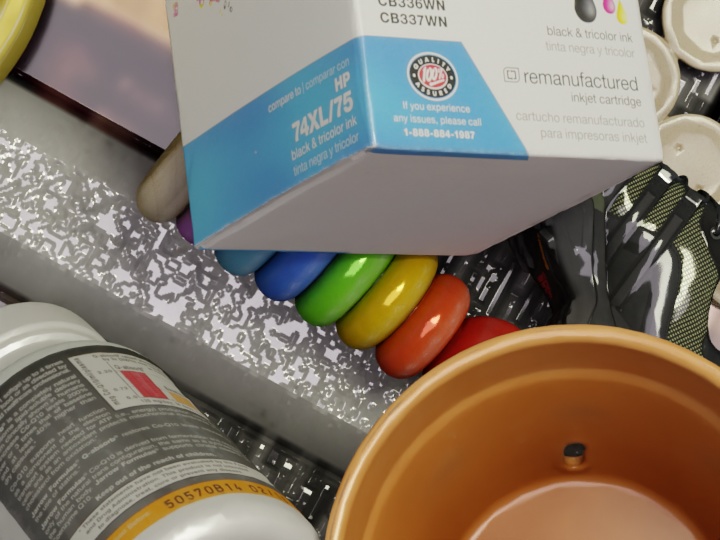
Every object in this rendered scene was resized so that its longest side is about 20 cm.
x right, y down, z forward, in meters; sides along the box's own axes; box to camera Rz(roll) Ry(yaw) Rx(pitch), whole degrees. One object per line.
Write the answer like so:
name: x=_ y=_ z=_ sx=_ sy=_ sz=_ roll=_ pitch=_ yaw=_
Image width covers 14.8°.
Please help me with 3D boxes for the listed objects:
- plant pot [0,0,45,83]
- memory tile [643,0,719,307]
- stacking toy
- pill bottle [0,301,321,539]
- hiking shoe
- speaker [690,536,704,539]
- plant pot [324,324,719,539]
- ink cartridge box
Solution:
plant pot: x=-0.233 y=-0.148 z=1.159 sx=0.199 sy=0.189 sz=0.202 roll=0 pitch=90 yaw=-2
memory tile: x=0.176 y=-0.094 z=1.266 sx=0.153 sy=0.017 sz=0.200 roll=-35 pitch=92 yaw=-2
stacking toy: x=0.000 y=0.000 z=1.229 sx=0.200 sy=0.085 sz=0.085 roll=40 pitch=89 yaw=-6
pill bottle: x=-0.105 y=0.100 z=1.156 sx=0.116 sy=0.200 sz=0.117 roll=-17 pitch=126 yaw=-25
hiking shoe: x=0.119 y=-0.023 z=1.231 sx=0.100 sy=0.076 sz=0.201 roll=-11 pitch=85 yaw=-17
speaker: x=0.141 y=0.150 z=1.234 sx=0.199 sy=0.081 sz=0.081 roll=-30 pitch=92 yaw=-2
plant pot: x=0.090 y=0.137 z=1.130 sx=0.199 sy=0.140 sz=0.201 roll=-2 pitch=74 yaw=6
ink cartridge box: x=0.013 y=-0.122 z=1.149 sx=0.146 sy=0.146 sz=0.201 roll=0 pitch=74 yaw=-33
